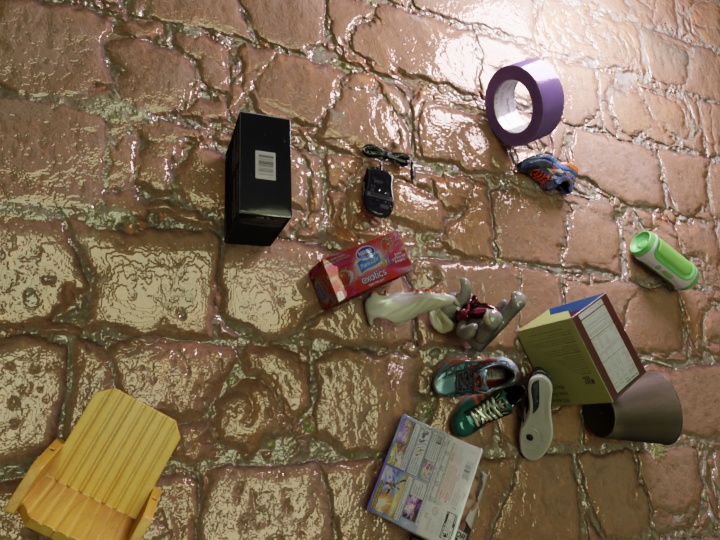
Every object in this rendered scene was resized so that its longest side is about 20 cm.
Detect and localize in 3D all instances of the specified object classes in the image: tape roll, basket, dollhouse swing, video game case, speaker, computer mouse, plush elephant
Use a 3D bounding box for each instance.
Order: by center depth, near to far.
[{"bbox_3d":[-0.406,0.317,0.911,0.198,0.182,0.178,32,86,-11],"label":"dollhouse swing"},{"bbox_3d":[0.131,0.423,1.137,0.178,0.046,0.203,21,66,13],"label":"video game case"},{"bbox_3d":[0.248,0.092,1.270,0.163,0.202,0.155,-27,64,-40],"label":"plush elephant"},{"bbox_3d":[0.067,-0.197,1.323,0.137,0.046,0.205,8,62,-17],"label":"computer mouse"},{"bbox_3d":[0.664,0.346,1.391,0.195,0.136,0.185,-1,72,-20],"label":"basket"},{"bbox_3d":[0.419,-0.432,1.453,0.084,0.200,0.204,-23,85,-26],"label":"tape roll"},{"bbox_3d":[0.865,-0.028,1.605,0.198,0.088,0.090,33,65,-12],"label":"speaker"}]

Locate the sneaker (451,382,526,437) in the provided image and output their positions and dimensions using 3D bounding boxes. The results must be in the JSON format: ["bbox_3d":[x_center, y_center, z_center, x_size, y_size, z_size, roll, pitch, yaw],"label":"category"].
[{"bbox_3d":[0.289,0.303,1.261,0.197,0.080,0.073,-28,88,-27],"label":"sneaker"}]

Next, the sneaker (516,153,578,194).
[{"bbox_3d":[0.508,-0.258,1.518,0.195,0.075,0.081,10,75,-19],"label":"sneaker"}]

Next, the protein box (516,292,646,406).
[{"bbox_3d":[0.513,0.190,1.324,0.133,0.198,0.204,-25,86,-27],"label":"protein box"}]

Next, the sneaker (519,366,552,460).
[{"bbox_3d":[0.418,0.329,1.318,0.071,0.112,0.206,9,102,18],"label":"sneaker"}]

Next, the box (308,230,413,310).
[{"bbox_3d":[0.000,0.000,1.206,0.197,0.099,0.097,-22,85,-27],"label":"box"}]

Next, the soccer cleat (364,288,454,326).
[{"bbox_3d":[0.107,0.081,1.230,0.194,0.069,0.080,-3,87,4],"label":"soccer cleat"}]

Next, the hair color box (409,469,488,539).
[{"bbox_3d":[0.184,0.499,1.173,0.099,0.060,0.203,31,65,-13],"label":"hair color box"}]

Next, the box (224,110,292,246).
[{"bbox_3d":[-0.206,-0.174,1.117,0.102,0.182,0.206,3,75,-22],"label":"box"}]

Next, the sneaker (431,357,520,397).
[{"bbox_3d":[0.249,0.230,1.226,0.195,0.096,0.081,-14,85,5],"label":"sneaker"}]
